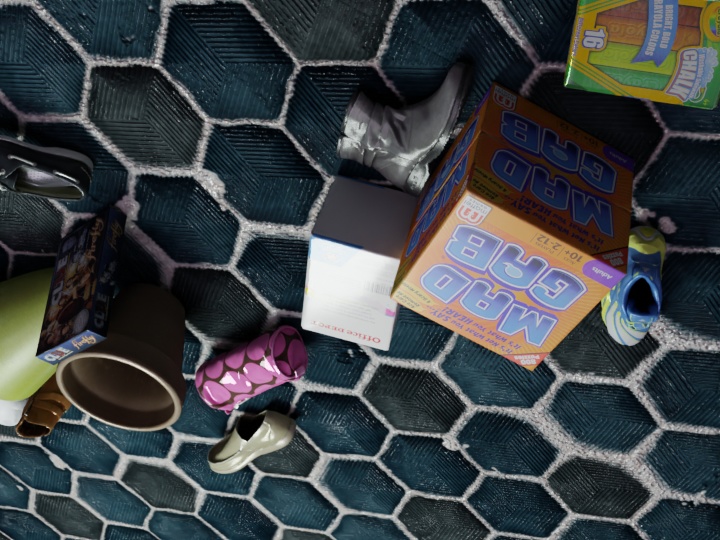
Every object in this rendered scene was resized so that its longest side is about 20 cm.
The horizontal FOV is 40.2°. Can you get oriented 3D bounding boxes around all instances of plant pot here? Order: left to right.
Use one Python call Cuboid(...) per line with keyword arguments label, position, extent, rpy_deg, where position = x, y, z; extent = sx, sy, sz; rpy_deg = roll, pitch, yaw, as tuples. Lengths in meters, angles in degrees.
Cuboid(label="plant pot", position=(-0.514, 0.078, 1.564), extent=(0.199, 0.188, 0.187), rpy_deg=(-31, 118, 24))
Cuboid(label="plant pot", position=(-0.346, 0.122, 1.523), extent=(0.197, 0.176, 0.202), rpy_deg=(8, 138, 7))

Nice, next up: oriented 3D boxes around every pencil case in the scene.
Cuboid(label="pencil case", position=(-0.170, 0.160, 1.568), extent=(0.199, 0.090, 0.095), rpy_deg=(-27, 85, 39))

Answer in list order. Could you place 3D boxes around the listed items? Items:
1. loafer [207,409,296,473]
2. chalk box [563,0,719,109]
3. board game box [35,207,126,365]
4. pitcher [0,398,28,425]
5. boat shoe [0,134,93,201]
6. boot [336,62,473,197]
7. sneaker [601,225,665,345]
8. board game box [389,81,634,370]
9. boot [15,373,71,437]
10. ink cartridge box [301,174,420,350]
Cuboid(label="loafer", position=(-0.200, 0.290, 1.717), extent=(0.198, 0.076, 0.068), rpy_deg=(-30, 118, 28))
Cuboid(label="chalk box", position=(0.312, -0.249, 0.973), extent=(0.197, 0.125, 0.126), rpy_deg=(10, 136, 10))
Cuboid(label="board game box", position=(-0.406, 0.023, 1.435), extent=(0.134, 0.203, 0.034), rpy_deg=(-25, 141, 36))
Cuboid(label="pitcher", position=(-0.716, 0.192, 1.779), extent=(0.169, 0.123, 0.201), rpy_deg=(2, 146, 31))
Cuboid(label="boat shoe", position=(-0.473, -0.139, 1.363), extent=(0.196, 0.061, 0.076), rpy_deg=(4, 143, -9))
Cuboid(label="boot", position=(0.046, -0.183, 1.176), extent=(0.130, 0.070, 0.201), rpy_deg=(27, 131, 0))
Cuboid(label="sneaker", position=(0.345, 0.045, 1.260), extent=(0.074, 0.106, 0.202), rpy_deg=(5, 134, 14))
Cuboid(label="board game box", position=(0.180, -0.050, 1.159), extent=(0.198, 0.201, 0.201), rpy_deg=(26, 136, -8))
Cuboid(label="boot", position=(-0.502, 0.197, 1.669), extent=(0.198, 0.156, 0.077), rpy_deg=(-21, 124, 34))
Cuboid(label="ink cartridge box", position=(0.000, 0.000, 1.323), extent=(0.126, 0.126, 0.202), rpy_deg=(15, 136, 5))
